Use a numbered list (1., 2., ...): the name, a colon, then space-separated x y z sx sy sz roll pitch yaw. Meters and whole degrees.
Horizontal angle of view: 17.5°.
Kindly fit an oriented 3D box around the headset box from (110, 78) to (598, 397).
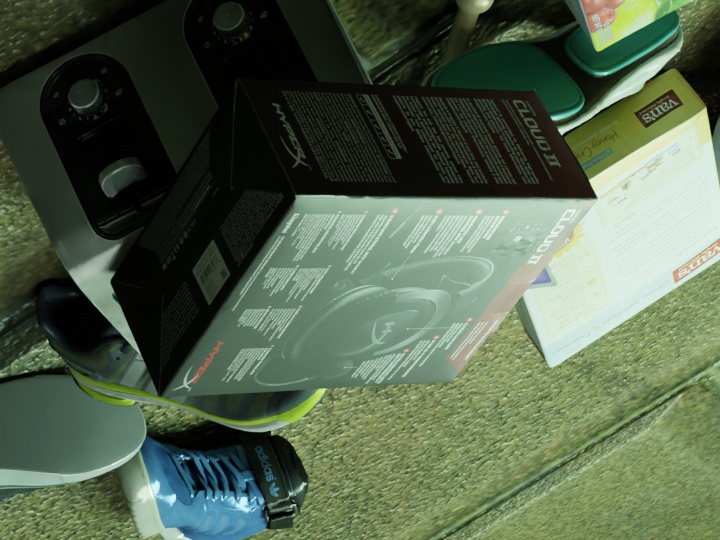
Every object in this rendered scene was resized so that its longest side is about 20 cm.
1. headset box: 0.004 -0.014 1.125 0.200 0.077 0.149 -3 143 -37

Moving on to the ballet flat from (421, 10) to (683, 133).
1. ballet flat: 0.104 -0.098 1.300 0.200 0.069 0.069 -27 159 -39

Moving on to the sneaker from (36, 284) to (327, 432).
1. sneaker: -0.102 0.043 1.321 0.200 0.074 0.081 0 156 31

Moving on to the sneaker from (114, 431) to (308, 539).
1. sneaker: -0.096 0.137 1.558 0.111 0.077 0.200 -21 157 2

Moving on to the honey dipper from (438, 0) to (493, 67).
1. honey dipper: 0.044 -0.097 1.328 0.038 0.038 0.200 -14 146 -23

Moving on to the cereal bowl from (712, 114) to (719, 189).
1. cereal bowl: 0.316 -0.094 1.460 0.200 0.083 0.200 -31 147 -23

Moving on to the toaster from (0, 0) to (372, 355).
1. toaster: -0.071 -0.050 1.212 0.181 0.119 0.200 -27 153 2

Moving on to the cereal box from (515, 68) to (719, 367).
1. cereal box: 0.153 -0.028 1.438 0.144 0.040 0.200 -32 152 -4

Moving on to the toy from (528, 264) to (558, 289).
1. toy: 0.000 0.000 1.329 0.200 0.047 0.115 -11 138 19

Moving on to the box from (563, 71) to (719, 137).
1. box: 0.154 -0.067 1.466 0.200 0.038 0.137 2 140 -44

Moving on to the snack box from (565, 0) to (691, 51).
1. snack box: 0.158 -0.209 1.204 0.142 0.053 0.200 -29 153 2

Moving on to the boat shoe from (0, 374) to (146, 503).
1. boat shoe: -0.231 0.111 1.419 0.200 0.069 0.057 -8 156 -22
